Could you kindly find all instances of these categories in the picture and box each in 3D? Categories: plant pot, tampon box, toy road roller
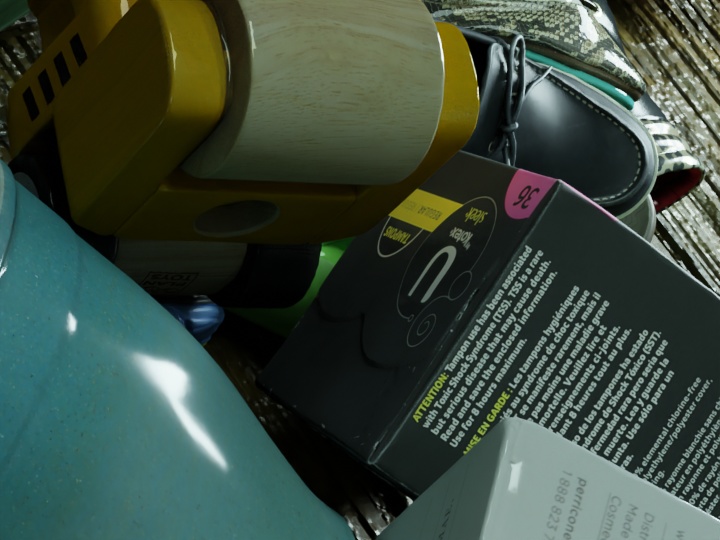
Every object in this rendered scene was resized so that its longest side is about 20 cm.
[{"bbox_3d":[-0.109,0.093,0.852,0.188,0.200,0.200,35,42,-22],"label":"plant pot"},{"bbox_3d":[0.088,0.059,0.966,0.200,0.150,0.126,36,86,-21],"label":"tampon box"},{"bbox_3d":[-0.061,-0.076,0.919,0.123,0.200,0.146,1,67,-32],"label":"toy road roller"}]

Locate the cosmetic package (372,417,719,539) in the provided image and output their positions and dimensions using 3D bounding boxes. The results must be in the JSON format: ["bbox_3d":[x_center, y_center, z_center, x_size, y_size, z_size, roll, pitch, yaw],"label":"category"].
[{"bbox_3d":[0.058,0.187,0.850,0.165,0.200,0.165,28,53,-11],"label":"cosmetic package"}]

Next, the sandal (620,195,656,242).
[{"bbox_3d":[0.040,-0.043,1.120,0.200,0.055,0.082,24,81,-7],"label":"sandal"}]

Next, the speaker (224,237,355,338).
[{"bbox_3d":[0.000,0.000,1.064,0.200,0.088,0.089,26,45,-11],"label":"speaker"}]

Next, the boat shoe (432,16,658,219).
[{"bbox_3d":[0.046,-0.066,1.055,0.200,0.062,0.075,21,86,-24],"label":"boat shoe"}]

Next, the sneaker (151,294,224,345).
[{"bbox_3d":[-0.145,-0.004,0.984,0.199,0.071,0.083,11,60,-21],"label":"sneaker"}]

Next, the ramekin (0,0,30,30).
[{"bbox_3d":[-0.179,-0.195,1.053,0.200,0.098,0.200,49,16,-19],"label":"ramekin"}]

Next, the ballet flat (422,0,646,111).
[{"bbox_3d":[0.041,-0.118,1.112,0.200,0.068,0.076,5,85,-21],"label":"ballet flat"}]

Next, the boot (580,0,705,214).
[{"bbox_3d":[0.063,-0.087,1.188,0.203,0.074,0.154,-13,65,-37],"label":"boot"}]
